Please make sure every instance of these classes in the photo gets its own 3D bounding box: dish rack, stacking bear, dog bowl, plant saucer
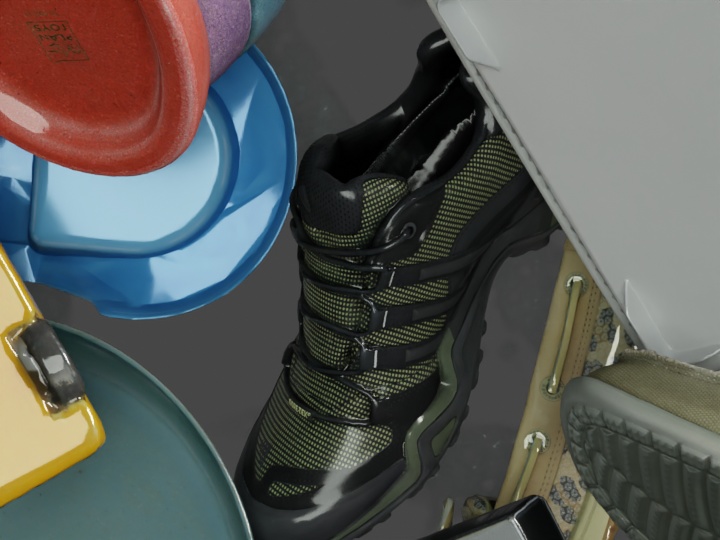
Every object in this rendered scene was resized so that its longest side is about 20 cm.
[{"bbox_3d":[0.110,-0.049,0.926,0.172,0.044,0.200,-16,113,45],"label":"dish rack"},{"bbox_3d":[-0.060,-0.138,0.988,0.121,0.200,0.114,1,137,34],"label":"stacking bear"},{"bbox_3d":[-0.120,-0.044,1.053,0.200,0.050,0.112,5,94,2],"label":"dog bowl"},{"bbox_3d":[-0.120,0.114,1.047,0.200,0.027,0.200,1,93,22],"label":"plant saucer"}]

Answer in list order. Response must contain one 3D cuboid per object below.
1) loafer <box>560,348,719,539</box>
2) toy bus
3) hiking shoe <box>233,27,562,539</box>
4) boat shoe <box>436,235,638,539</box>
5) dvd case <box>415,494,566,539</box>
[{"bbox_3d":[0.159,0.070,0.942,0.200,0.075,0.070,21,54,19],"label":"loafer"},{"bbox_3d":[-0.158,-0.014,0.985,0.065,0.078,0.200,-30,90,-6],"label":"toy bus"},{"bbox_3d":[0.000,0.000,1.020,0.101,0.076,0.200,33,85,-43],"label":"hiking shoe"},{"bbox_3d":[0.064,0.072,1.049,0.063,0.073,0.200,25,83,6],"label":"boat shoe"},{"bbox_3d":[0.018,0.173,1.020,0.200,0.025,0.150,-26,92,39],"label":"dvd case"}]
